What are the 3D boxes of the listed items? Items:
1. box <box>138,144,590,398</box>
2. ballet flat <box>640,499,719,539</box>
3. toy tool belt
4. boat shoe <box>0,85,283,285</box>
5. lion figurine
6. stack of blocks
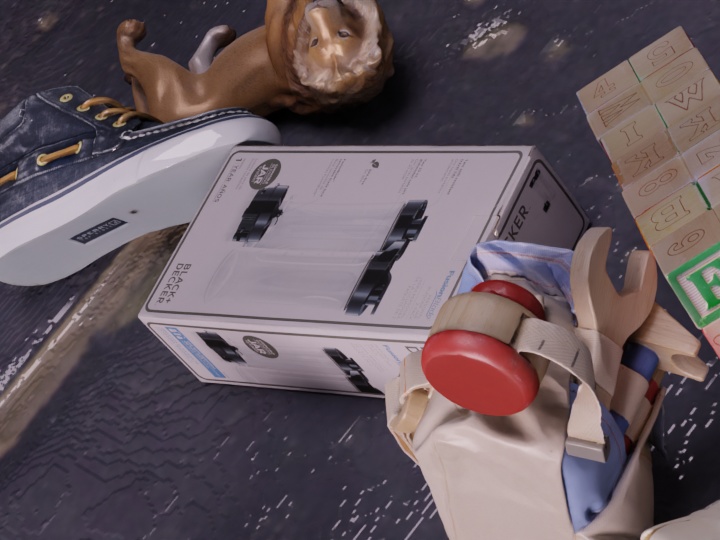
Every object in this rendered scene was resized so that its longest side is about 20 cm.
[{"bbox_3d":[0.000,0.000,1.234,0.200,0.060,0.117,1,53,41],"label":"box"},{"bbox_3d":[0.120,0.140,0.990,0.200,0.072,0.072,-42,38,-3],"label":"ballet flat"},{"bbox_3d":[0.076,0.039,1.028,0.125,0.200,0.123,11,58,21],"label":"toy tool belt"},{"bbox_3d":[-0.133,-0.068,1.377,0.200,0.071,0.091,-22,64,29],"label":"boat shoe"},{"bbox_3d":[-0.062,-0.110,1.400,0.200,0.072,0.123,-32,48,34],"label":"lion figurine"},{"bbox_3d":[0.160,-0.012,1.065,0.059,0.115,0.200,-32,24,9],"label":"stack of blocks"}]
